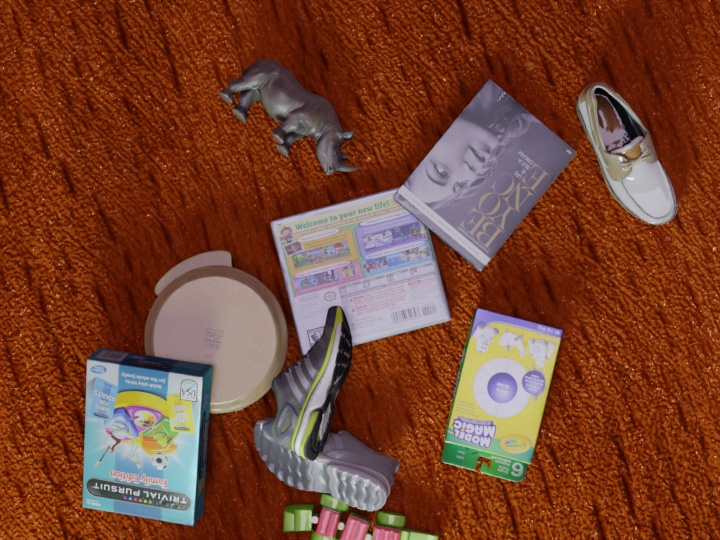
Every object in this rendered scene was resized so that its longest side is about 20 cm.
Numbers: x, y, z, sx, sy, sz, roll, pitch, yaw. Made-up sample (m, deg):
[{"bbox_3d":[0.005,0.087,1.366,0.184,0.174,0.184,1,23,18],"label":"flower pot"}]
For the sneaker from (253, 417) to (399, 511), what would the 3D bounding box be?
[{"bbox_3d":[-0.044,0.237,1.719,0.199,0.082,0.075,24,127,17],"label":"sneaker"}]

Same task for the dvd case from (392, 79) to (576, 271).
[{"bbox_3d":[0.160,-0.123,1.742,0.148,0.016,0.200,40,84,1],"label":"dvd case"}]

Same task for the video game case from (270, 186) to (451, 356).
[{"bbox_3d":[0.000,0.000,1.751,0.198,0.022,0.184,-14,85,3],"label":"video game case"}]

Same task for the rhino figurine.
[{"bbox_3d":[-0.080,-0.195,1.752,0.200,0.060,0.088,39,78,2],"label":"rhino figurine"}]

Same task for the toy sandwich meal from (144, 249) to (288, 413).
[{"bbox_3d":[-0.186,0.082,1.736,0.203,0.070,0.207,0,89,2],"label":"toy sandwich meal"}]

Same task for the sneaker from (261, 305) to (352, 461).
[{"bbox_3d":[-0.066,0.131,1.683,0.080,0.074,0.201,12,64,16],"label":"sneaker"}]

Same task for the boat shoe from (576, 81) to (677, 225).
[{"bbox_3d":[0.336,-0.147,1.719,0.074,0.068,0.201,-33,84,1],"label":"boat shoe"}]

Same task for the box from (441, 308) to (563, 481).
[{"bbox_3d":[0.177,0.159,1.716,0.116,0.048,0.202,13,88,5],"label":"box"}]

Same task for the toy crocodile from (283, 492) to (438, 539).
[{"bbox_3d":[0.000,0.328,1.705,0.198,0.062,0.068,16,87,4],"label":"toy crocodile"}]

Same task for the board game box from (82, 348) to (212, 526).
[{"bbox_3d":[-0.268,0.209,1.699,0.150,0.047,0.202,8,106,9],"label":"board game box"}]
